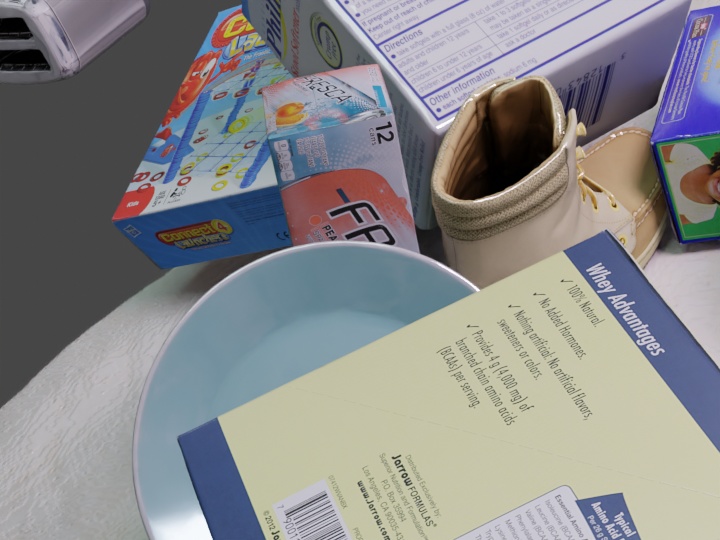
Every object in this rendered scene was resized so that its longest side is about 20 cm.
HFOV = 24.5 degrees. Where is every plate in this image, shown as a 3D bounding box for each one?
[{"bbox_3d":[-0.009,0.085,0.789,0.200,0.200,0.026,-24,-13,0],"label":"plate"}]

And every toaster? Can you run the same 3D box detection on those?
[{"bbox_3d":[-0.297,-0.251,1.590,0.200,0.114,0.129,7,44,39],"label":"toaster"}]

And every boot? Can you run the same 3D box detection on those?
[{"bbox_3d":[0.107,-0.049,0.896,0.073,0.156,0.200,30,58,30],"label":"boot"}]

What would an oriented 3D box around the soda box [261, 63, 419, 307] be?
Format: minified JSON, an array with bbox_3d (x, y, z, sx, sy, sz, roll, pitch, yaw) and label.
[{"bbox_3d":[0.000,0.000,0.852,0.063,0.200,0.068,-12,29,0],"label":"soda box"}]

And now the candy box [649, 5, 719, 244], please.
[{"bbox_3d":[0.282,-0.101,0.948,0.200,0.077,0.169,-9,31,27],"label":"candy box"}]

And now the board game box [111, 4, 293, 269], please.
[{"bbox_3d":[-0.046,-0.105,1.093,0.200,0.056,0.196,-10,47,41],"label":"board game box"}]

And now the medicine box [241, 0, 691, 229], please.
[{"bbox_3d":[0.056,-0.157,0.971,0.182,0.103,0.200,-29,64,-19],"label":"medicine box"}]

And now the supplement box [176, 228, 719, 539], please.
[{"bbox_3d":[0.063,0.123,0.644,0.200,0.134,0.200,-25,38,-4],"label":"supplement box"}]
